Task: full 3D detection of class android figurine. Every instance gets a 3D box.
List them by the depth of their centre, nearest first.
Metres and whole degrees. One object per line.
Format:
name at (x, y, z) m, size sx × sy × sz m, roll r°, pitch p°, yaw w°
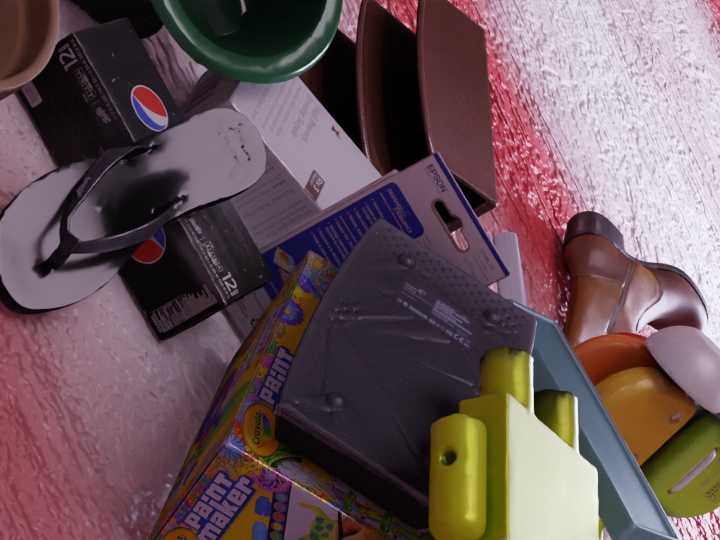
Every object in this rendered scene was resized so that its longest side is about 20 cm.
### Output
android figurine at (0.093, 0.150, 1.030) m, size 0.182 × 0.041 × 0.200 m, roll 39°, pitch 46°, yaw -49°

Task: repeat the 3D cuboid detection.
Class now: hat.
hat at (-0.122, -0.200, 1.325) m, size 0.200 × 0.176 × 0.166 m, roll -9°, pitch 89°, yaw -42°

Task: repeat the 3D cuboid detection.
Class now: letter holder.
letter holder at (0.024, -0.138, 1.485) m, size 0.142 × 0.100 × 0.200 m, roll 35°, pitch 39°, yaw -35°

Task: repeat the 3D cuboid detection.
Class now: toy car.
toy car at (0.242, 0.126, 1.550) m, size 0.200 × 0.175 × 0.150 m, roll 37°, pitch 13°, yaw -35°

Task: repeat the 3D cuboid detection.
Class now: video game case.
video game case at (0.127, 0.094, 1.401) m, size 0.200 × 0.022 × 0.182 m, roll -87°, pitch 167°, yaw -63°

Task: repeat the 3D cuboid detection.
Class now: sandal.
sandal at (-0.143, -0.045, 1.124) m, size 0.200 × 0.043 × 0.076 m, roll -36°, pitch 94°, yaw -26°

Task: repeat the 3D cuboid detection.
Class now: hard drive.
hard drive at (0.027, 0.062, 1.099) m, size 0.135 × 0.042 × 0.200 m, roll 33°, pitch 37°, yaw -4°

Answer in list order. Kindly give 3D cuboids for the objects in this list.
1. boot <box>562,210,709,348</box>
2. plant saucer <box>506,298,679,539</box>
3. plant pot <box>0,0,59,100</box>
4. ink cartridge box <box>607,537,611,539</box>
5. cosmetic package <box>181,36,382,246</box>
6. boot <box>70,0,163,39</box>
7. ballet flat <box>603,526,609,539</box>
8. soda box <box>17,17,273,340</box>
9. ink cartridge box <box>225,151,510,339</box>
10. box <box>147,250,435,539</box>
boot at (0.256, 0.063, 1.702) m, size 0.188 × 0.068 × 0.200 m, roll 43°, pitch 35°, yaw -29°
plant saucer at (0.143, 0.098, 1.179) m, size 0.070 × 0.019 × 0.200 m, roll 25°, pitch 29°, yaw -47°
plant pot at (-0.276, -0.171, 1.059) m, size 0.201 × 0.093 × 0.201 m, roll 36°, pitch 39°, yaw -35°
ink cartridge box at (0.146, 0.290, 1.267) m, size 0.145 × 0.144 × 0.200 m, roll 30°, pitch 41°, yaw -45°
cosmetic package at (-0.044, -0.060, 1.342) m, size 0.200 × 0.074 × 0.102 m, roll 47°, pitch 33°, yaw -21°
boot at (-0.189, -0.282, 1.308) m, size 0.182 × 0.072 × 0.200 m, roll 49°, pitch 36°, yaw -47°
ballet flat at (0.139, 0.139, 1.210) m, size 0.071 × 0.069 × 0.200 m, roll 14°, pitch 36°, yaw 5°
soda box at (-0.141, -0.060, 1.202) m, size 0.200 × 0.063 × 0.071 m, roll 61°, pitch 30°, yaw -2°
ink cartridge box at (0.000, 0.000, 1.232) m, size 0.095 × 0.200 × 0.037 m, roll 58°, pitch 30°, yaw -7°
box at (-0.002, 0.127, 1.143) m, size 0.192 × 0.122 × 0.200 m, roll 32°, pitch 36°, yaw -7°
